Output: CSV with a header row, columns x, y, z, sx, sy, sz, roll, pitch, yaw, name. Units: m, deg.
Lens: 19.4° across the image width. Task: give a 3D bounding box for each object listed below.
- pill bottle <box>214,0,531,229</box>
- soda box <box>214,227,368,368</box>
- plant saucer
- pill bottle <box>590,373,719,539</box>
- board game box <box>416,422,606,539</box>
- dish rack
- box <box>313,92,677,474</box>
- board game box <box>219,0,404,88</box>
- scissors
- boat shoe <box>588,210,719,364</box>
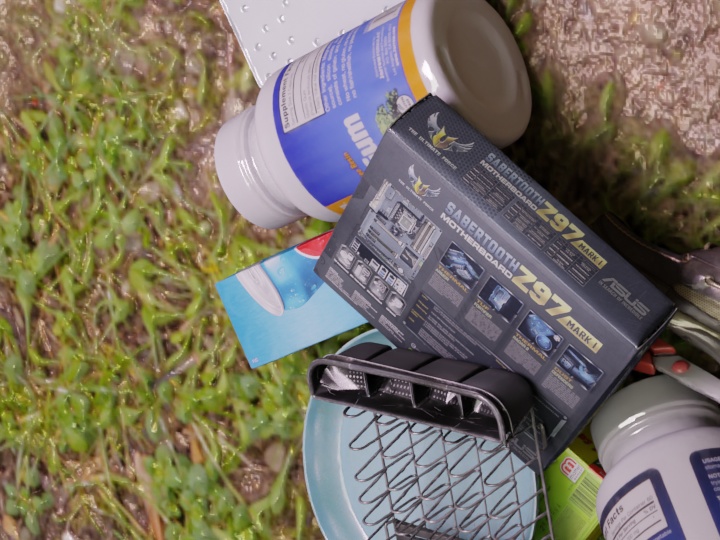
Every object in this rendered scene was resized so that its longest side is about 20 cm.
x,y,z,sx,sy,sz,roll,pitch,yaw,name
0.003,-0.098,1.372,0.200,0.112,0.112,-25,91,36,pill bottle
0.000,0.000,1.434,0.200,0.064,0.068,-23,92,35,soda box
0.044,0.134,1.416,0.200,0.027,0.201,9,105,39,plant saucer
0.208,0.167,1.283,0.111,0.111,0.201,-46,45,34,pill bottle
0.098,0.179,1.437,0.102,0.048,0.200,41,122,16,board game box
0.054,0.142,1.330,0.153,0.054,0.201,11,123,40,dish rack
0.077,0.010,1.288,0.200,0.051,0.158,41,143,10,box
-0.028,-0.246,1.397,0.200,0.026,0.201,-24,91,35,board game box
0.194,0.053,1.308,0.199,0.073,0.014,14,134,39,scissors
0.229,0.019,1.299,0.200,0.074,0.073,39,97,22,boat shoe
